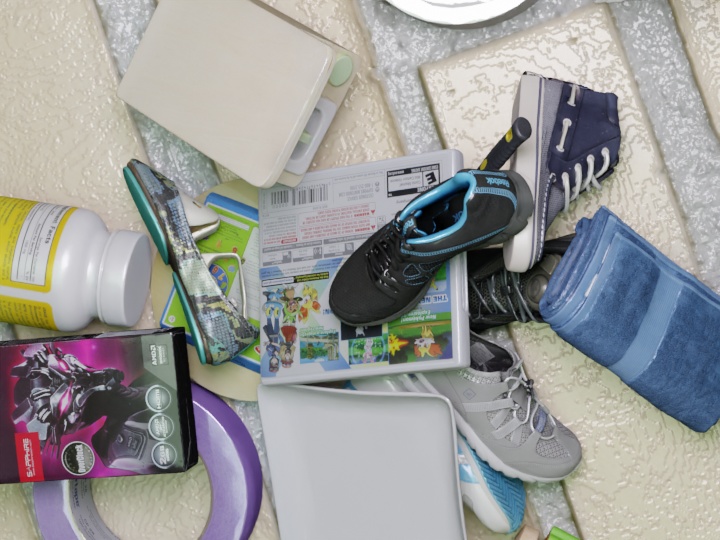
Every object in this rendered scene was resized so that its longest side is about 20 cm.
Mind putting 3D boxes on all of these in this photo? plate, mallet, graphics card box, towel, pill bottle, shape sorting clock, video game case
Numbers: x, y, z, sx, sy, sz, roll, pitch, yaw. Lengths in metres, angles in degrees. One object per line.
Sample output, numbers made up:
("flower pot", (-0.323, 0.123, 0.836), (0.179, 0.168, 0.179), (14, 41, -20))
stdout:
("plate", (0.010, 0.191, 1.576), (0.199, 0.032, 0.201), (2, 109, 32))
("mallet", (0.101, -0.068, 1.508), (0.041, 0.200, 0.066), (1, 77, -17))
("graphics card box", (-0.247, 0.119, 1.586), (0.199, 0.051, 0.126), (-4, 93, 9))
("towel", (0.243, 0.044, 1.505), (0.200, 0.048, 0.112), (35, 72, -26))
("pill bottle", (-0.294, -0.006, 1.618), (0.199, 0.112, 0.113), (9, 96, 8))
("shape sorting clock", (-0.094, 0.017, 1.623), (0.199, 0.039, 0.201), (-1, 85, 15))
("video game case", (0.000, 0.000, 1.536), (0.199, 0.022, 0.183), (-7, 78, 30))

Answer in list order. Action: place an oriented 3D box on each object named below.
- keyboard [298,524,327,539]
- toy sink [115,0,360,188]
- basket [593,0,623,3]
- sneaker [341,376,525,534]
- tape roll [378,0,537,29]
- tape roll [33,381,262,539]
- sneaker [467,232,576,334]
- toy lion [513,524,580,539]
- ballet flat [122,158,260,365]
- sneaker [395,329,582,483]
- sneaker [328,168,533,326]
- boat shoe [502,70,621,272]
("keyboard", (-0.045, 0.308, 1.652), (0.056, 0.011, 0.201), (16, 96, 8))
("toy sink", (-0.087, -0.155, 1.539), (0.200, 0.112, 0.131), (32, 99, 36))
("basket", (0.278, -0.307, 1.459), (0.199, 0.198, 0.162), (0, 92, 10))
("sneaker", (0.068, 0.155, 1.597), (0.081, 0.076, 0.200), (-42, 85, 25))
("tape roll", (0.085, -0.308, 1.554), (0.201, 0.071, 0.204), (1, 95, 9))
("tape roll", (-0.192, 0.197, 1.640), (0.199, 0.066, 0.201), (1, 95, 9))
("sneaker", (0.124, 0.015, 1.552), (0.198, 0.114, 0.077), (-12, 90, 12))
("toy lion", (0.131, 0.307, 1.531), (0.068, 0.192, 0.201), (27, 98, 6))
("ballet flat", (-0.144, -0.014, 1.593), (0.074, 0.074, 0.201), (-25, 81, 10))
("sneaker", (0.120, 0.110, 1.547), (0.200, 0.075, 0.082), (36, 127, -18))
("sneaker", (0.040, -0.025, 1.451), (0.200, 0.082, 0.073), (-37, 64, 26))
("boat shoe", (0.171, -0.081, 1.511), (0.092, 0.075, 0.201), (8, 56, -1))
